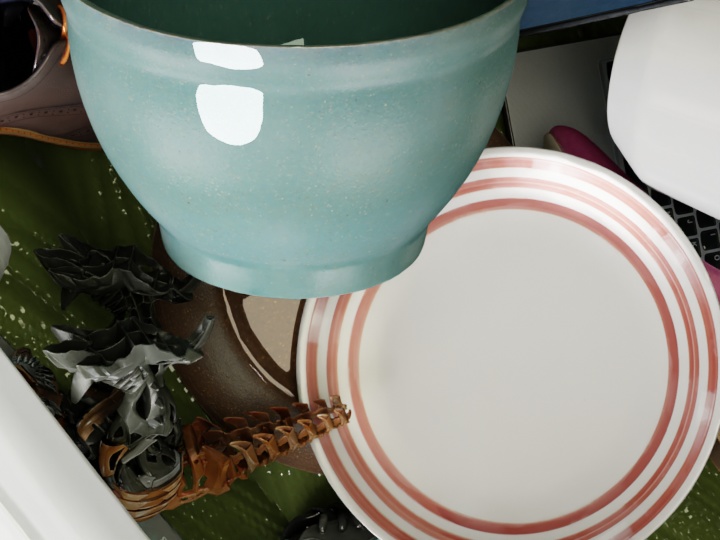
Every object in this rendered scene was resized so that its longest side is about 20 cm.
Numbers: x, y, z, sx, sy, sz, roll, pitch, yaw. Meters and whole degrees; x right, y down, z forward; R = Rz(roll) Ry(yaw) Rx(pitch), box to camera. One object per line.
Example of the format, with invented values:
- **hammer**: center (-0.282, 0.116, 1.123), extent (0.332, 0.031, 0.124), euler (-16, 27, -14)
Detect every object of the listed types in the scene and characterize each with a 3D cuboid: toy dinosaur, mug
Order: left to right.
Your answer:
- **toy dinosaur**: center (-0.111, 0.065, 0.965), extent (0.199, 0.102, 0.136), euler (-15, 125, -30)
- **mug**: center (0.205, -0.088, 0.977), extent (0.153, 0.150, 0.187), euler (18, 43, 22)

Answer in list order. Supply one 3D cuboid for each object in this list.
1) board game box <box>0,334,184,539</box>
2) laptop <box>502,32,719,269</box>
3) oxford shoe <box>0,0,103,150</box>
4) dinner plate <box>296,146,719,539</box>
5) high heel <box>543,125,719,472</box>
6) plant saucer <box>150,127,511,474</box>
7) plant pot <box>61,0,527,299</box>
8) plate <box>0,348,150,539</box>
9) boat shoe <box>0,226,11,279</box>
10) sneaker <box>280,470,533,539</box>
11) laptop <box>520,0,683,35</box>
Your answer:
- **board game box**: center (-0.176, 0.121, 0.999), extent (0.135, 0.028, 0.200), euler (-43, 98, -11)
- **laptop**: center (0.189, -0.035, 1.042), extent (0.199, 0.116, 0.188), euler (-11, 91, -13)
- **oxford shoe**: center (-0.133, -0.094, 0.981), extent (0.199, 0.072, 0.072), euler (-9, 84, -26)
- **dinner plate**: center (0.069, 0.044, 0.990), extent (0.199, 0.024, 0.201), euler (-1, 86, 13)
- **high heel**: center (0.169, 0.001, 1.022), extent (0.096, 0.067, 0.200), euler (-30, 73, -10)
- **plant saucer**: center (0.000, 0.000, 1.032), extent (0.199, 0.037, 0.201), euler (0, 89, -10)
- **plant pot**: center (-0.028, -0.072, 0.927), extent (0.199, 0.200, 0.135), euler (-6, 118, -13)
- **plate**: center (-0.187, 0.134, 0.930), extent (0.199, 0.032, 0.200), euler (-31, 102, 28)
- **boat shoe**: center (-0.250, -0.038, 0.969), extent (0.199, 0.071, 0.070), euler (25, 39, 7)
- **sneaker**: center (0.009, 0.136, 1.019), extent (0.079, 0.075, 0.200), euler (45, 80, -6)
- **laptop**: center (0.120, -0.207, 0.971), extent (0.116, 0.187, 0.201), euler (-3, 89, -36)
